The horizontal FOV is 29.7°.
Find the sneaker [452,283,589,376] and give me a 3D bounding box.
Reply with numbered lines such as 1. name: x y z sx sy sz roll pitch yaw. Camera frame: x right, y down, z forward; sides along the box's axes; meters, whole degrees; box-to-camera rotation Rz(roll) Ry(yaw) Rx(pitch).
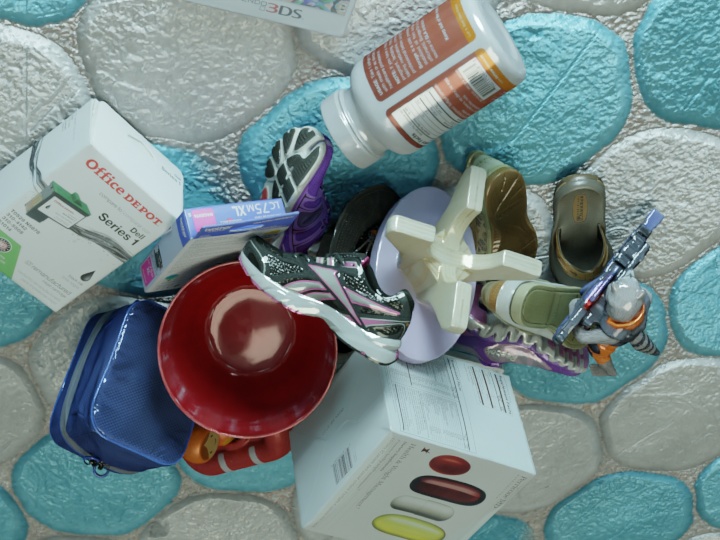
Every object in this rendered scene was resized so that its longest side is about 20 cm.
1. sneaker: 0.191 0.088 1.693 0.198 0.081 0.089 21 132 -18

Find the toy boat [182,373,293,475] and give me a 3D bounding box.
1. toy boat: -0.172 0.192 1.653 0.199 0.131 0.132 -19 99 34

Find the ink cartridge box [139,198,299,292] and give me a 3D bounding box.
1. ink cartridge box: -0.157 -0.032 1.484 0.118 0.042 0.200 -9 166 -29

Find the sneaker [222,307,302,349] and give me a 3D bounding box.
1. sneaker: -0.090 0.081 1.629 0.198 0.072 0.083 -22 102 11

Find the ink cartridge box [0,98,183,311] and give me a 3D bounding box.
1. ink cartridge box: -0.311 -0.069 1.477 0.199 0.085 0.146 -33 128 21

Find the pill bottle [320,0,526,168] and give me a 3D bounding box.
1. pill bottle: 0.062 -0.193 1.402 0.199 0.113 0.112 -31 128 19

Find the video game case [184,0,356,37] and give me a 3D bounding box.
1. video game case: -0.072 -0.333 1.319 0.180 0.024 0.201 10 128 -16

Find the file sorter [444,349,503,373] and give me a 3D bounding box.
1. file sorter: 0.089 0.215 1.753 0.137 0.125 0.201 15 128 -19

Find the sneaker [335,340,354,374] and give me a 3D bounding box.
1. sneaker: -0.047 0.118 1.696 0.199 0.076 0.088 -27 115 9

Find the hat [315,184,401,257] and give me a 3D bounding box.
1. hat: 0.000 0.000 1.562 0.080 0.202 0.201 4 143 39

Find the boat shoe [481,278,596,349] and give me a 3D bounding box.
1. boat shoe: 0.218 0.043 1.622 0.199 0.068 0.075 23 86 -52

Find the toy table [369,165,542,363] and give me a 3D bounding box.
1. toy table: 0.092 -0.008 1.476 0.182 0.202 0.117 5 163 -25

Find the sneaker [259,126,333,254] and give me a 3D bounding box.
1. sneaker: -0.065 -0.083 1.520 0.083 0.081 0.201 -3 143 -24

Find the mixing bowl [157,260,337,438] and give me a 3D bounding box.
1. mixing bowl: -0.126 0.078 1.539 0.198 0.108 0.203 0 101 -3

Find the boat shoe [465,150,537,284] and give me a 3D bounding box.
1. boat shoe: 0.160 -0.054 1.579 0.073 0.063 0.201 -27 137 -19

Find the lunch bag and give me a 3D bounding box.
1. lunch bag: -0.272 0.146 1.589 0.135 0.202 0.132 32 152 -28

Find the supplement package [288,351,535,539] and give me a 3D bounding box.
1. supplement package: 0.055 0.206 1.548 0.198 0.148 0.192 19 128 -27

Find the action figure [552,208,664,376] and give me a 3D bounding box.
1. action figure: 0.321 0.037 1.599 0.201 0.104 0.193 -52 162 -3

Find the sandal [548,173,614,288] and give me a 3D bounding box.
1. sandal: 0.267 -0.030 1.607 0.081 0.055 0.201 -8 137 0

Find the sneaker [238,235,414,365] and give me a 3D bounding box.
1. sneaker: -0.028 0.012 1.427 0.199 0.080 0.087 31 99 5
